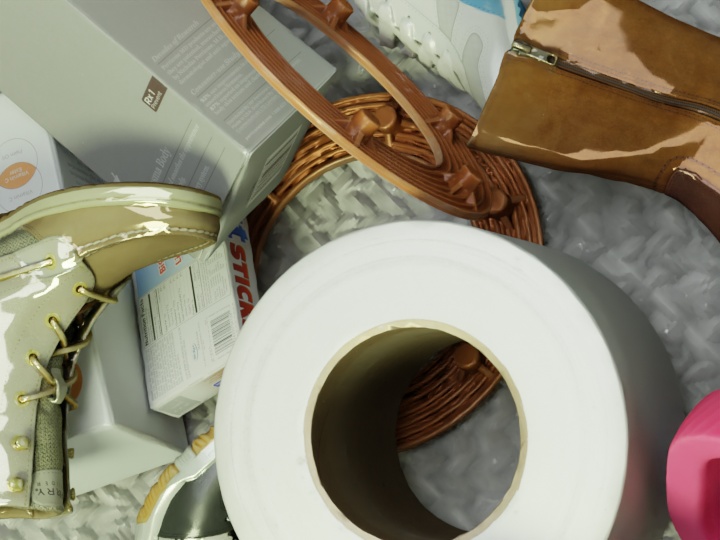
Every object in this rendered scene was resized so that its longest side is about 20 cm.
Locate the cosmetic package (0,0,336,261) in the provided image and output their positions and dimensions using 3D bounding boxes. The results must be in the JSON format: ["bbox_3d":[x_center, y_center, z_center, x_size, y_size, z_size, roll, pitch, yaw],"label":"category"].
[{"bbox_3d":[-0.121,-0.115,1.355,0.200,0.107,0.090,37,54,7],"label":"cosmetic package"}]

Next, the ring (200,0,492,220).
[{"bbox_3d":[-0.007,-0.100,1.297,0.019,0.200,0.201,-47,62,16],"label":"ring"}]

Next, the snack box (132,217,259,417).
[{"bbox_3d":[-0.094,-0.025,1.417,0.072,0.024,0.201,-32,54,33],"label":"snack box"}]

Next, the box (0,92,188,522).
[{"bbox_3d":[-0.185,0.018,1.426,0.124,0.097,0.201,-20,70,17],"label":"box"}]

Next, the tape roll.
[{"bbox_3d":[0.046,0.080,1.263,0.202,0.139,0.204,-1,86,17],"label":"tape roll"}]

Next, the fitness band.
[{"bbox_3d":[0.202,0.121,1.175,0.143,0.200,0.037,31,70,20],"label":"fitness band"}]

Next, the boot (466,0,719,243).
[{"bbox_3d":[0.149,-0.039,1.273,0.199,0.068,0.189,19,81,2],"label":"boot"}]

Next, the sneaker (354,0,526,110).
[{"bbox_3d":[0.044,-0.136,1.384,0.081,0.077,0.200,-26,56,3],"label":"sneaker"}]

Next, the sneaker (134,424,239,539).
[{"bbox_3d":[-0.081,0.164,1.357,0.088,0.076,0.200,40,106,26],"label":"sneaker"}]

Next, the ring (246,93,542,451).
[{"bbox_3d":[0.000,0.000,1.390,0.200,0.019,0.201,-7,71,21],"label":"ring"}]

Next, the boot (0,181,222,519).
[{"bbox_3d":[-0.152,0.044,1.313,0.199,0.072,0.155,-14,71,24],"label":"boot"}]
